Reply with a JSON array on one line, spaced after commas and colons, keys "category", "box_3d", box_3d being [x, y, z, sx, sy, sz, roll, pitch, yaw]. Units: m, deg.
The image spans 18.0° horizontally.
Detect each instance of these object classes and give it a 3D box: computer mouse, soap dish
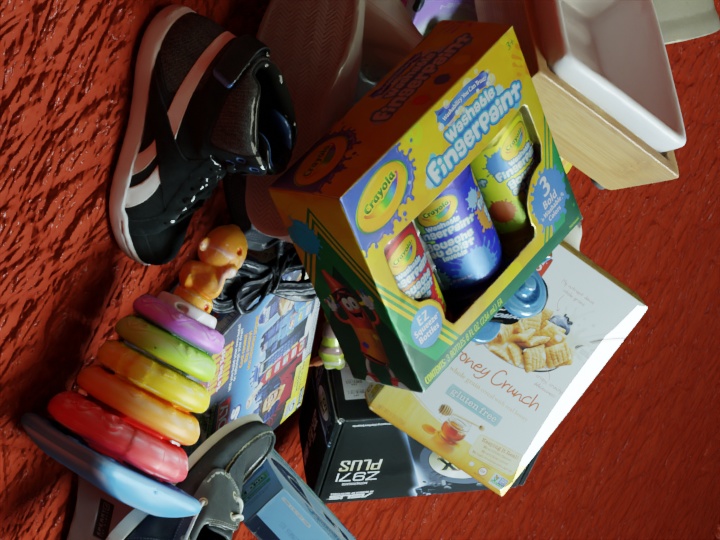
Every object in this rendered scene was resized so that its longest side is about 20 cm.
[{"category": "computer mouse", "box_3d": [-0.070, -0.074, 1.642, 0.138, 0.052, 0.202, -9, 111, -48]}, {"category": "soap dish", "box_3d": [0.157, -0.165, 1.688, 0.157, 0.201, 0.081, 32, 125, -33]}]

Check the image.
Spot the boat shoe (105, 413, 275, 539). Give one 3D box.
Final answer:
[{"category": "boat shoe", "box_3d": [-0.116, 0.179, 1.641, 0.200, 0.067, 0.072, -45, 160, -44]}]

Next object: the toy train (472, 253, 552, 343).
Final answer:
[{"category": "toy train", "box_3d": [0.055, -0.013, 1.689, 0.199, 0.115, 0.087, 6, 156, -34]}]

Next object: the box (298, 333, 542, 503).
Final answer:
[{"category": "box", "box_3d": [0.056, 0.123, 1.963, 0.164, 0.198, 0.087, 108, -25, -58]}]

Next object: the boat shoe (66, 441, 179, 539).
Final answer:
[{"category": "boat shoe", "box_3d": [-0.164, 0.152, 1.696, 0.091, 0.071, 0.201, -36, 152, -56]}]

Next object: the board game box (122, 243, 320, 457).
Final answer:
[{"category": "board game box", "box_3d": [-0.106, 0.062, 1.730, 0.200, 0.061, 0.201, -39, 148, -48]}]

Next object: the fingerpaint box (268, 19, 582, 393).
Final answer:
[{"category": "fingerpaint box", "box_3d": [0.050, -0.046, 1.554, 0.200, 0.073, 0.168, -45, 127, -32]}]

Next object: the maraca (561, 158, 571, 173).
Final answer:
[{"category": "maraca", "box_3d": [0.099, -0.118, 1.762, 0.199, 0.107, 0.138, 9, 89, -45]}]

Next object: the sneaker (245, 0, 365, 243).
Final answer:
[{"category": "sneaker", "box_3d": [-0.027, -0.114, 1.591, 0.115, 0.073, 0.202, 25, 76, -69]}]

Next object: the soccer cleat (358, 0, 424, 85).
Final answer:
[{"category": "soccer cleat", "box_3d": [0.019, -0.154, 1.644, 0.077, 0.201, 0.069, -37, -173, -26]}]

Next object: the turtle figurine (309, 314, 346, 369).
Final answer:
[{"category": "turtle figurine", "box_3d": [0.000, 0.000, 1.797, 0.064, 0.160, 0.202, -11, 115, -52]}]

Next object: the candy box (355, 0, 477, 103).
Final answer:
[{"category": "candy box", "box_3d": [0.039, -0.191, 1.774, 0.168, 0.071, 0.201, -5, 118, -67]}]

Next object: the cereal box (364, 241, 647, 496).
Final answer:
[{"category": "cereal box", "box_3d": [0.117, 0.065, 1.840, 0.201, 0.143, 0.040, -54, -164, 11]}]

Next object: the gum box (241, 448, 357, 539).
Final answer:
[{"category": "gum box", "box_3d": [-0.037, 0.216, 1.808, 0.045, 0.170, 0.200, -42, -165, -1]}]

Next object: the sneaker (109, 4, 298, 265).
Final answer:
[{"category": "sneaker", "box_3d": [-0.101, -0.068, 1.514, 0.073, 0.111, 0.201, -40, 149, -45]}]

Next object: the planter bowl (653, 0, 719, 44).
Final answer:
[{"category": "planter bowl", "box_3d": [0.205, -0.264, 1.965, 0.200, 0.199, 0.136, -25, 110, -60]}]

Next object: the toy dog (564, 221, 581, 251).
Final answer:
[{"category": "toy dog", "box_3d": [0.096, -0.031, 1.918, 0.195, 0.199, 0.139, -63, 159, -3]}]

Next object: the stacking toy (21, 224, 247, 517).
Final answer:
[{"category": "stacking toy", "box_3d": [-0.135, 0.057, 1.563, 0.116, 0.109, 0.201, 30, 86, -47]}]
